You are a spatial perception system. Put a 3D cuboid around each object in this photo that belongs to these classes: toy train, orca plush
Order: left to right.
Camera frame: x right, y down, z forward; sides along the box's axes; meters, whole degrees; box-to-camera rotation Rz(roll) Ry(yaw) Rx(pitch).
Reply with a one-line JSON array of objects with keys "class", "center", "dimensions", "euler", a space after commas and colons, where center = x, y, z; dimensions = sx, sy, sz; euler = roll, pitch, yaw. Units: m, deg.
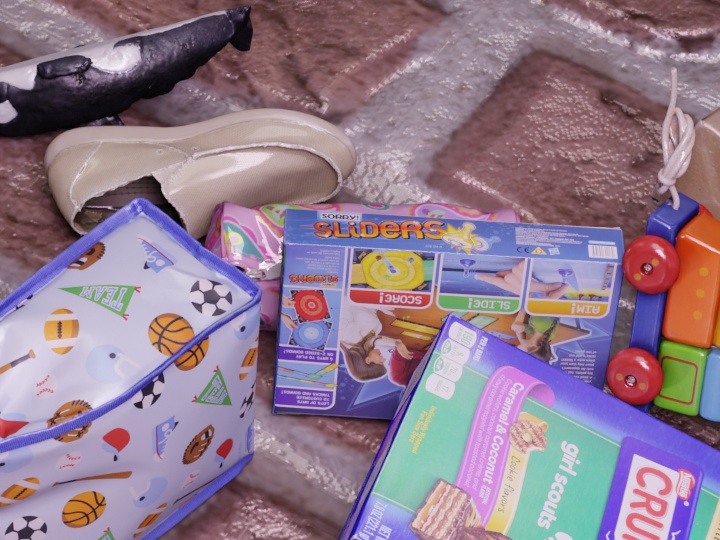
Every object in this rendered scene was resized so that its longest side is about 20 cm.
[{"class": "orca plush", "center": [-0.160, -0.115, 1.686], "dimensions": [0.199, 0.072, 0.105], "euler": [-19, 11, -24]}, {"class": "toy train", "center": [0.215, -0.007, 1.469], "dimensions": [0.115, 0.201, 0.085], "euler": [15, 24, 21]}]

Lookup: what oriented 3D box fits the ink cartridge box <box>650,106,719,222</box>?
[{"class": "ink cartridge box", "center": [0.300, -0.032, 1.551], "dimensions": [0.200, 0.075, 0.165], "euler": [43, 43, 14]}]

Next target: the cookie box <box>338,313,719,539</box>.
[{"class": "cookie box", "center": [0.101, 0.147, 1.454], "dimensions": [0.199, 0.075, 0.172], "euler": [27, 53, -2]}]

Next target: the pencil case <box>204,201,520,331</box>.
[{"class": "pencil case", "center": [0.000, 0.000, 1.577], "dimensions": [0.199, 0.088, 0.088], "euler": [2, 52, -7]}]

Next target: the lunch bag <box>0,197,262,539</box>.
[{"class": "lunch bag", "center": [-0.162, 0.085, 1.445], "dimensions": [0.124, 0.171, 0.200], "euler": [34, 58, 24]}]

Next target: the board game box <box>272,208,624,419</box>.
[{"class": "board game box", "center": [0.050, 0.031, 1.526], "dimensions": [0.199, 0.136, 0.035], "euler": [4, 39, -3]}]

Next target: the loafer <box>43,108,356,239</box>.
[{"class": "loafer", "center": [-0.101, -0.052, 1.623], "dimensions": [0.199, 0.076, 0.069], "euler": [-5, 53, 3]}]
